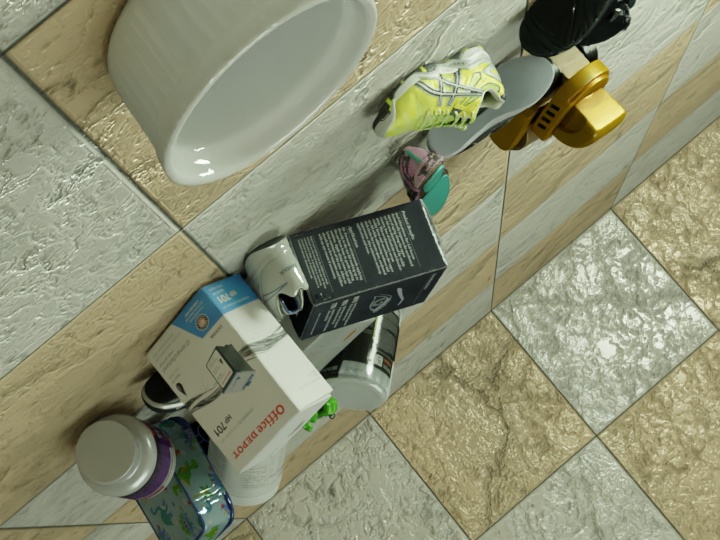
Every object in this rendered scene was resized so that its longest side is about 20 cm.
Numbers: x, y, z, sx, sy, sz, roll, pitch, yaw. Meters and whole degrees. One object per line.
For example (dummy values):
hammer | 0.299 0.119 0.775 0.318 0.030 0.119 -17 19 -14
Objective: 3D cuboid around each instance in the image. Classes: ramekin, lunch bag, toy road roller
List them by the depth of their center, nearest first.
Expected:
ramekin | -0.092 -0.166 0.890 0.200 0.098 0.201 -38 168 -9
toy road roller | 0.292 -0.230 1.734 0.122 0.146 0.200 -32 165 -32
lunch bag | -0.289 0.341 1.857 0.082 0.201 0.161 -18 155 -43

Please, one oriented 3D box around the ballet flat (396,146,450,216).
ballet flat | 0.082 -0.130 1.625 0.069 0.071 0.200 -46 168 -3

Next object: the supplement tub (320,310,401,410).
supplement tub | 0.001 0.115 1.945 0.123 0.121 0.202 120 -16 -58

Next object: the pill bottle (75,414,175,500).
pill bottle | -0.329 0.259 1.654 0.111 0.112 0.200 -39 168 -6

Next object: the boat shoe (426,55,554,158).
boat shoe | 0.174 -0.217 1.616 0.200 0.070 0.066 -40 176 0

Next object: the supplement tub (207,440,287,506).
supplement tub | -0.183 0.270 1.956 0.131 0.131 0.202 -28 141 -44

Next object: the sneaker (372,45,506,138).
sneaker | 0.098 -0.201 1.408 0.199 0.077 0.076 -32 167 -31

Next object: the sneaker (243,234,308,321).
sneaker | -0.117 0.034 1.555 0.074 0.087 0.200 -29 165 -21

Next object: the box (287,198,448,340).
box | 0.000 0.000 1.618 0.198 0.105 0.148 -16 163 -17

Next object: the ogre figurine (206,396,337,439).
ogre figurine | -0.144 0.216 1.795 0.199 0.099 0.120 -29 -169 -19

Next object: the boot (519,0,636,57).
boot | 0.288 -0.325 1.543 0.200 0.076 0.168 -46 165 -4

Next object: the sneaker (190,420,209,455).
sneaker | -0.243 0.264 2.061 0.200 0.070 0.078 -34 163 -53

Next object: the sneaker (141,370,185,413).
sneaker | -0.220 0.113 1.631 0.199 0.071 0.083 -35 143 -30

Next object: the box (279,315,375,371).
box | -0.092 0.088 1.781 0.152 0.107 0.200 -44 168 16

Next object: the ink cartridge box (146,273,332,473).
ink cartridge box | -0.155 0.130 1.514 0.147 0.200 0.086 -47 166 31
